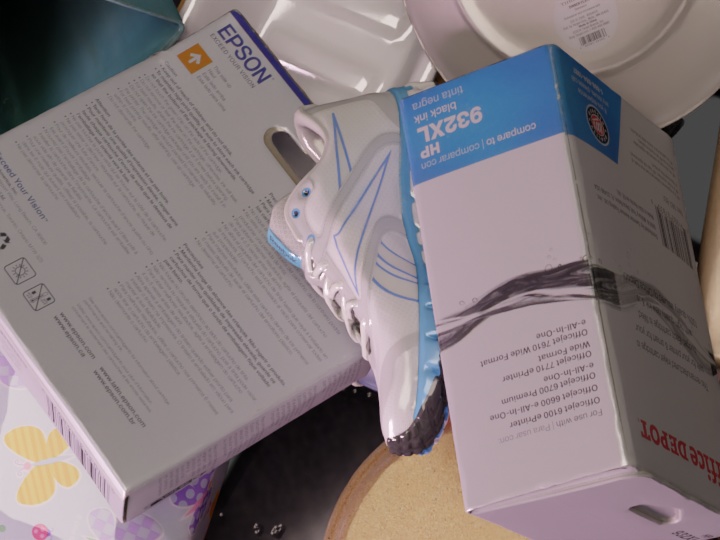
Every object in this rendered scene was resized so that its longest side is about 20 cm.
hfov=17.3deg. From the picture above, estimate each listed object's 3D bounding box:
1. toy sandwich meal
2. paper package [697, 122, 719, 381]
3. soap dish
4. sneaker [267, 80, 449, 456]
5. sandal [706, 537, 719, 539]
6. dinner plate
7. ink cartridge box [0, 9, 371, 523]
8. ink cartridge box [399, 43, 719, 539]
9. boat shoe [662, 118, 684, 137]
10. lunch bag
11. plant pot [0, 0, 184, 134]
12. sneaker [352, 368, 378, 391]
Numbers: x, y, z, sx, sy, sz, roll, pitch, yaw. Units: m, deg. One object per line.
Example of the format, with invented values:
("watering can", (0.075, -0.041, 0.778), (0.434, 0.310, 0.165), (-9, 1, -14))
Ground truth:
("toy sandwich meal", (0.072, 0.151, 1.186), (0.205, 0.070, 0.206), (-2, 80, 12))
("paper package", (0.268, -0.029, 1.166), (0.190, 0.103, 0.200), (9, 79, 13))
("soap dish", (-0.023, -0.109, 1.248), (0.157, 0.081, 0.200), (24, 84, 15))
("sneaker", (0.000, 0.000, 1.110), (0.086, 0.075, 0.200), (-2, 55, -2))
("sandal", (0.197, 0.119, 1.134), (0.200, 0.054, 0.080), (25, 73, 6))
("dinner plate", (0.105, -0.160, 1.145), (0.200, 0.024, 0.201), (4, 99, 25))
("ink cartridge box", (-0.088, -0.007, 1.157), (0.200, 0.041, 0.200), (-30, 70, -21))
("ink cartridge box", (0.098, 0.020, 1.073), (0.084, 0.145, 0.200), (-18, 67, 24))
("boat shoe", (0.135, -0.067, 1.217), (0.066, 0.070, 0.200), (-7, 78, 5))
("lunch bag", (-0.169, 0.085, 1.214), (0.200, 0.127, 0.170), (17, 82, 3))
("plant pot", (-0.210, -0.174, 1.248), (0.141, 0.141, 0.200), (-44, 49, 30))
("sneaker", (0.064, -0.018, 1.205), (0.084, 0.075, 0.200), (22, 74, 22))
